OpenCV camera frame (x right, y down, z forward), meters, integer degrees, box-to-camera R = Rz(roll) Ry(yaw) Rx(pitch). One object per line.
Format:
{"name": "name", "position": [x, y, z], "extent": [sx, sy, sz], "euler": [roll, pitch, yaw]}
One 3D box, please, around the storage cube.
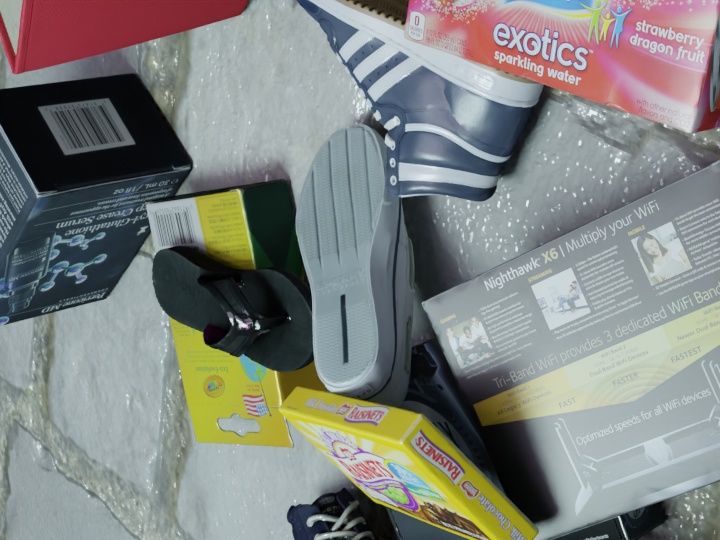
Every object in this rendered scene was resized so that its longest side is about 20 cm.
{"name": "storage cube", "position": [-0.172, -0.257, 0.903], "extent": [0.200, 0.180, 0.171], "euler": [148, 102, -71]}

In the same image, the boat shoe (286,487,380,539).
{"name": "boat shoe", "position": [-0.011, 0.207, 0.957], "extent": [0.200, 0.075, 0.093], "euler": [151, 103, -70]}

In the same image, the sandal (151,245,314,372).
{"name": "sandal", "position": [-0.100, 0.031, 0.966], "extent": [0.200, 0.048, 0.075], "euler": [13, 113, 47]}

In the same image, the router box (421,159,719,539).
{"name": "router box", "position": [0.154, 0.049, 0.751], "extent": [0.200, 0.052, 0.157], "euler": [-26, 84, 29]}

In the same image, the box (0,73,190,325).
{"name": "box", "position": [-0.261, -0.055, 1.113], "extent": [0.107, 0.148, 0.200], "euler": [57, 135, 17]}

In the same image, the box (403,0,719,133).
{"name": "box", "position": [0.130, -0.153, 0.721], "extent": [0.200, 0.095, 0.100], "euler": [27, 119, 38]}

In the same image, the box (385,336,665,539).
{"name": "box", "position": [0.087, 0.116, 0.885], "extent": [0.200, 0.044, 0.160], "euler": [-25, 84, 47]}

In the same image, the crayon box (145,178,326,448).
{"name": "crayon box", "position": [-0.096, 0.035, 1.043], "extent": [0.127, 0.051, 0.200], "euler": [-3, 99, 46]}

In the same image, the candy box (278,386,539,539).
{"name": "candy box", "position": [0.022, 0.119, 0.819], "extent": [0.102, 0.026, 0.200], "euler": [48, 163, -15]}

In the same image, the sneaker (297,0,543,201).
{"name": "sneaker", "position": [0.021, -0.118, 0.863], "extent": [0.200, 0.070, 0.109], "euler": [33, 122, 31]}

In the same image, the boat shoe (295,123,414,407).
{"name": "boat shoe", "position": [0.000, 0.000, 0.903], "extent": [0.073, 0.067, 0.200], "euler": [-10, 61, 26]}
